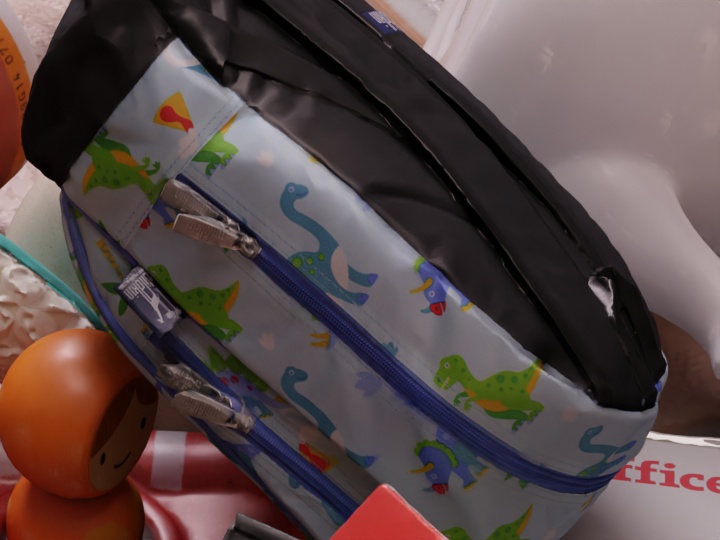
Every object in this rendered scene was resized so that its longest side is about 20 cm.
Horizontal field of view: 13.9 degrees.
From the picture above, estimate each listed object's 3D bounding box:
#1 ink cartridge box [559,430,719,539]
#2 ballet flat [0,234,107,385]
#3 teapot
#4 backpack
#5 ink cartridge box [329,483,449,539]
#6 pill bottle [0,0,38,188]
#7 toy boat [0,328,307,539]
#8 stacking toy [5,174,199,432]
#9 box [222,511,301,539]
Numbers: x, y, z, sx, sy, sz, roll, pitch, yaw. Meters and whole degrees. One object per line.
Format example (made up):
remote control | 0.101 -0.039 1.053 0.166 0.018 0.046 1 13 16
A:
ink cartridge box | 0.110 0.147 0.902 0.145 0.084 0.200 7 37 1
ballet flat | -0.179 -0.009 0.957 0.200 0.072 0.072 35 41 1
teapot | 0.102 -0.069 1.047 0.146 0.201 0.197 24 -7 -6
backpack | 0.000 0.000 0.887 0.199 0.154 0.163 30 13 9
ink cartridge box | -0.001 0.173 0.734 0.176 0.045 0.200 40 82 21
pill bottle | -0.212 -0.035 1.062 0.112 0.113 0.200 23 39 20
toy boat | -0.087 0.076 0.923 0.199 0.131 0.131 5 37 -3
stacking toy | -0.053 -0.014 1.079 0.145 0.147 0.200 5 19 -3
box | 0.009 0.191 0.773 0.193 0.048 0.201 24 76 17
